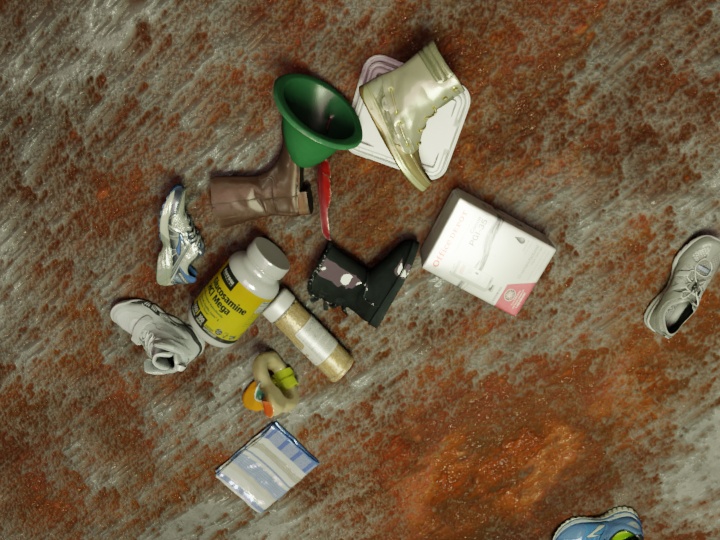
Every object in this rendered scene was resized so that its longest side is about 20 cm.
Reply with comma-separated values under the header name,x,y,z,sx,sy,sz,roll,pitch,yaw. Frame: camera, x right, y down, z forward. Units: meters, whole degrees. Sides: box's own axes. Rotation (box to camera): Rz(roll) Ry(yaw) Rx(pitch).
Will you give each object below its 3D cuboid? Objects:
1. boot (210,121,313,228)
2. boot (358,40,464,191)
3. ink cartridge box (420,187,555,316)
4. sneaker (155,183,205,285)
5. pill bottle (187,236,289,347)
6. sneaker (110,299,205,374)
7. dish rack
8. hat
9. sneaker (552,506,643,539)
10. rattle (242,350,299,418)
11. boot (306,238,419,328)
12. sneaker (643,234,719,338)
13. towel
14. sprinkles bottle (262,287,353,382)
name,x,y,z,sx,sy,sz,roll,pitch,yaw
boot,-0.194,-0.175,1.070,0.195,0.064,0.191,-4,107,11
boot,0.106,-0.247,0.970,0.153,0.072,0.202,-29,105,11
ink cartridge box,0.224,-0.033,1.072,0.197,0.083,0.149,26,109,-5
sneaker,-0.331,-0.064,1.116,0.083,0.078,0.204,8,117,-9
pill bottle,-0.225,0.039,1.114,0.112,0.113,0.200,40,107,-10
sneaker,-0.408,0.130,1.158,0.197,0.115,0.076,27,109,-5
dish rack,0.079,-0.259,1.026,0.196,0.044,0.175,18,109,-3
hat,-0.101,-0.198,1.008,0.163,0.203,0.177,9,138,-31
sneaker,0.501,0.572,1.259,0.197,0.089,0.080,-26,105,13
rattle,-0.202,0.246,1.138,0.140,0.201,0.133,-17,108,10
boot,0.000,-0.001,1.109,0.160,0.074,0.201,28,109,-2
sneaker,0.594,0.036,1.069,0.073,0.082,0.204,19,110,-3
towel,-0.205,0.433,1.298,0.199,0.024,0.147,-42,102,16
sprinkles bottle,-0.101,0.126,1.159,0.068,0.068,0.200,-40,102,16
